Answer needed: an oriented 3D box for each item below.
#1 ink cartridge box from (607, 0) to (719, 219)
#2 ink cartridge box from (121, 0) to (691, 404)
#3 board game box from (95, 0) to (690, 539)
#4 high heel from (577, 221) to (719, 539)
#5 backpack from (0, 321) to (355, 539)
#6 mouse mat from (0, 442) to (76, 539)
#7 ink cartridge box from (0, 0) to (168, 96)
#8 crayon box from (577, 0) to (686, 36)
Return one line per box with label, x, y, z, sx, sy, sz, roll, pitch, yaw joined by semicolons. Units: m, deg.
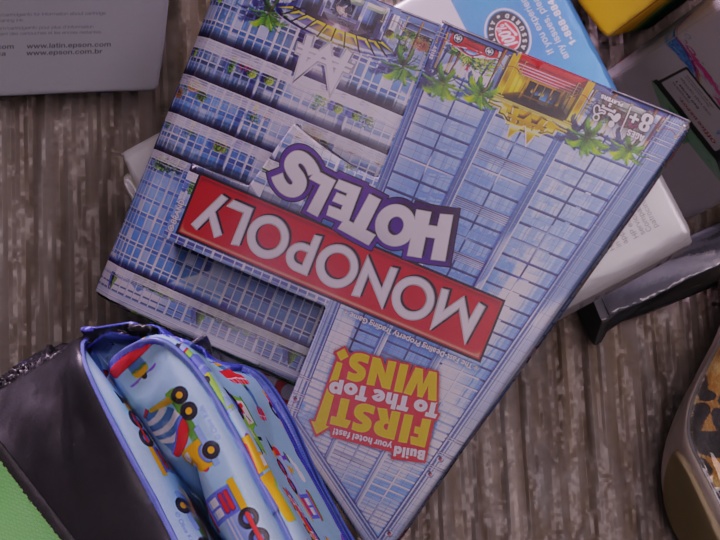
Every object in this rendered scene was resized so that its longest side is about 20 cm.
ink cartridge box;0.211;-0.111;0.970;0.144;0.200;0.084;-36;92;-22
ink cartridge box;0.019;-0.027;0.915;0.199;0.085;0.145;-27;85;2
board game box;0.000;0.000;0.842;0.199;0.062;0.201;22;90;6
high heel;0.201;0.065;0.987;0.142;0.071;0.201;-20;74;-14
backpack;-0.063;0.121;0.773;0.134;0.200;0.183;-31;73;5
mouse mat;-0.124;0.167;0.664;0.161;0.008;0.200;-41;73;-2
ink cartridge box;-0.170;-0.158;0.873;0.198;0.201;0.041;-4;44;-18
crayon box;0.101;-0.170;0.957;0.051;0.200;0.126;-36;88;14
